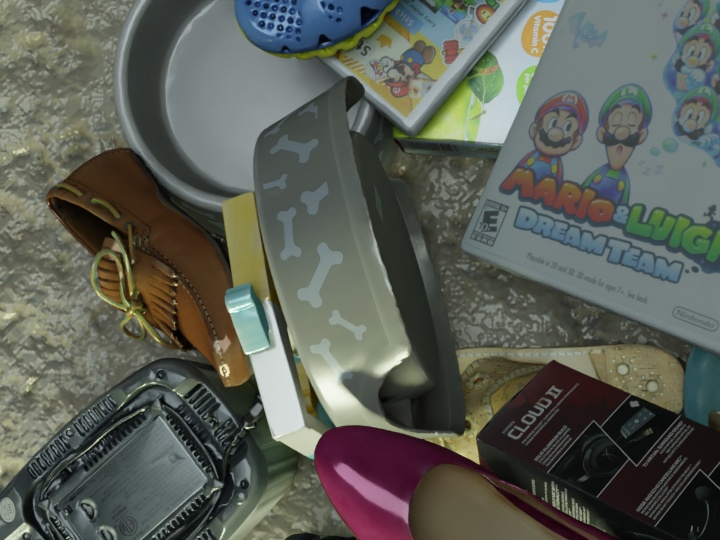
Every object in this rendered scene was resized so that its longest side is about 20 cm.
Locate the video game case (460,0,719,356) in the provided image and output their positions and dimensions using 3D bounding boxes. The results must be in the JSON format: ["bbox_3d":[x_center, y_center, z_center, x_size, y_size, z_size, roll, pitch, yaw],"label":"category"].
[{"bbox_3d":[0.167,-0.063,0.706,0.199,0.024,0.184,23,89,39],"label":"video game case"}]

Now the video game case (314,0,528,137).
[{"bbox_3d":[0.015,-0.212,0.789,0.200,0.023,0.182,41,90,10],"label":"video game case"}]

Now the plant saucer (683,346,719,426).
[{"bbox_3d":[0.247,0.114,0.700,0.027,0.200,0.202,-23,81,-18],"label":"plant saucer"}]

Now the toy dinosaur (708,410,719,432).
[{"bbox_3d":[0.208,0.140,0.737,0.058,0.100,0.202,-37,116,-31],"label":"toy dinosaur"}]

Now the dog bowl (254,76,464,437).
[{"bbox_3d":[0.000,0.000,0.712,0.058,0.200,0.203,-18,83,9],"label":"dog bowl"}]

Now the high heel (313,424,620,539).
[{"bbox_3d":[0.073,0.122,0.612,0.198,0.096,0.068,28,65,-5],"label":"high heel"}]

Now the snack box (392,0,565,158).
[{"bbox_3d":[0.124,-0.140,0.803,0.197,0.053,0.145,5,86,10],"label":"snack box"}]

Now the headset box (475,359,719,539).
[{"bbox_3d":[0.150,0.150,0.694,0.199,0.150,0.077,23,48,39],"label":"headset box"}]

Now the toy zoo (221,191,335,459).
[{"bbox_3d":[-0.034,0.040,0.732,0.020,0.200,0.133,-17,69,9],"label":"toy zoo"}]

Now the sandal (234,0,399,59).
[{"bbox_3d":[0.016,-0.187,0.732,0.198,0.087,0.080,-29,82,5],"label":"sandal"}]

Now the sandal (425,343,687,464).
[{"bbox_3d":[0.091,0.080,0.784,0.208,0.070,0.079,-11,84,10],"label":"sandal"}]

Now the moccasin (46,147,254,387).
[{"bbox_3d":[-0.122,-0.001,0.750,0.077,0.074,0.202,-27,52,-22],"label":"moccasin"}]

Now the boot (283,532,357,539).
[{"bbox_3d":[0.023,0.225,0.726,0.199,0.065,0.168,-16,75,49],"label":"boot"}]

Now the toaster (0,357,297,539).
[{"bbox_3d":[-0.119,0.128,0.788,0.200,0.129,0.114,-42,81,5],"label":"toaster"}]

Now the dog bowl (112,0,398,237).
[{"bbox_3d":[-0.067,-0.121,0.835,0.197,0.059,0.203,-1,85,9],"label":"dog bowl"}]
